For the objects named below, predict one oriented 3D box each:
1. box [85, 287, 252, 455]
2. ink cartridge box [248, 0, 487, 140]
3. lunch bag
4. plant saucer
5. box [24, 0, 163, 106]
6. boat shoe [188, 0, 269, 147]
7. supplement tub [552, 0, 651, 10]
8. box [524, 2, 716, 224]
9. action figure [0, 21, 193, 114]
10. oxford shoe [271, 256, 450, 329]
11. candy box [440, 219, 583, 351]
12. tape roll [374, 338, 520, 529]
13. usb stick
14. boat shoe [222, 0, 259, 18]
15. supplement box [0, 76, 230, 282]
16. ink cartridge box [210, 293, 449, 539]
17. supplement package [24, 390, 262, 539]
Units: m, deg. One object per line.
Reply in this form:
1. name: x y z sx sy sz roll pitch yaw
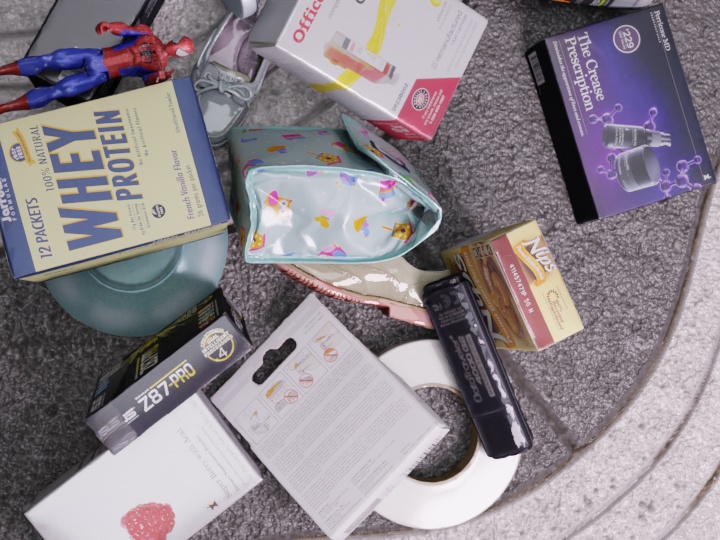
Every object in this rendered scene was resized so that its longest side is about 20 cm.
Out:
1. box: -0.183 0.091 1.226 0.161 0.200 0.049 -39 100 -1
2. ink cartridge box: 0.008 -0.242 1.294 0.200 0.083 0.146 28 86 -26
3. lunch bag: -0.027 -0.082 1.266 0.199 0.170 0.122 -3 111 -10
4. plant saucer: -0.236 -0.032 1.309 0.200 0.039 0.202 0 88 -8
5. box: -0.249 -0.260 1.254 0.079 0.141 0.201 28 85 -5
6. boat shoe: -0.128 -0.225 1.315 0.074 0.065 0.203 27 85 -6
7. supplement tub: 0.214 -0.345 1.334 0.199 0.123 0.123 5 88 -7
8. box: 0.279 -0.167 1.362 0.141 0.079 0.201 -18 91 -10
9. action figure: -0.242 -0.183 1.129 0.199 0.099 0.066 -16 96 -14
10. oxford shoe: 0.000 0.000 1.324 0.199 0.071 0.074 19 89 -17
11. candy box: 0.148 0.018 1.276 0.055 0.200 0.116 -24 92 -11
12. tape roll: 0.074 0.172 1.345 0.202 0.037 0.204 0 88 -7
13. usb stick: 0.121 0.101 1.306 0.055 0.033 0.201 -20 98 25
14. boat shoe: -0.121 -0.348 1.286 0.091 0.071 0.201 -20 65 -14
15. supplement box: -0.236 -0.079 1.190 0.199 0.200 0.135 -16 91 -7
16. ink cartridge box: -0.033 0.150 1.304 0.161 0.050 0.200 -46 68 2
17. supplement package: -0.213 0.217 1.264 0.200 0.120 0.121 -38 94 -6
